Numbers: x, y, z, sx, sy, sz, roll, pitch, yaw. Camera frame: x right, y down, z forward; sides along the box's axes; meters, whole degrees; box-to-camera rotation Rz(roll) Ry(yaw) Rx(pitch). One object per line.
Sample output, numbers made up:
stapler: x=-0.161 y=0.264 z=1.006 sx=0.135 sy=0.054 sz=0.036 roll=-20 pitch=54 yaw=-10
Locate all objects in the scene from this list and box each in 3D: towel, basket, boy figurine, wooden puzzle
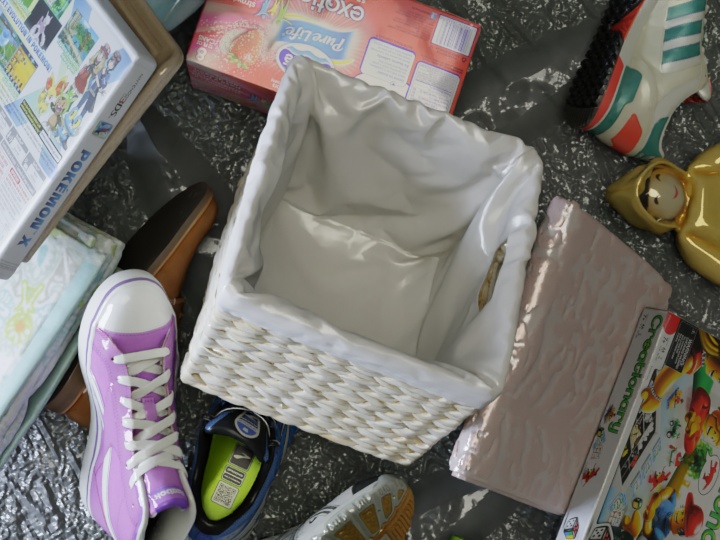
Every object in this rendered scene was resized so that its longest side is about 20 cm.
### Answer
towel: x=0.148 y=0.071 z=1.024 sx=0.032 sy=0.190 sz=0.202 roll=16 pitch=82 yaw=37
basket: x=0.000 y=0.000 z=0.982 sx=0.197 sy=0.161 sz=0.200 roll=20 pitch=59 yaw=-9
towel: x=-0.282 y=0.029 z=1.032 sx=0.170 sy=0.048 sz=0.201 roll=30 pitch=81 yaw=21
boy figurine: x=0.288 y=-0.049 z=1.092 sx=0.197 sy=0.064 sz=0.126 roll=16 pitch=86 yaw=-6
wooden puzzle: x=-0.212 y=-0.131 z=1.006 sx=0.185 sy=0.037 sz=0.201 roll=-48 pitch=51 yaw=17

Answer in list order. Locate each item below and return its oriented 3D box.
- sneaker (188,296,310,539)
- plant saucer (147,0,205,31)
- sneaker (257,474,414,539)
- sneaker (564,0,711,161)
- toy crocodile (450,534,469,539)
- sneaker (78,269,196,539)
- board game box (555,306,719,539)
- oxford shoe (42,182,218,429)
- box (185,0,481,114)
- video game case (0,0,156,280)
sneaker: x=-0.074 y=0.107 z=1.037 sx=0.078 sy=0.089 sz=0.203 roll=19 pitch=78 yaw=-2
plant saucer: x=-0.122 y=-0.248 z=1.031 sx=0.038 sy=0.200 sz=0.204 roll=20 pitch=83 yaw=-29
sneaker: x=-0.051 y=0.210 z=1.032 sx=0.200 sy=0.087 sz=0.076 roll=-41 pitch=127 yaw=-13
sneaker: x=0.239 y=-0.178 z=1.107 sx=0.093 sy=0.070 sz=0.202 roll=30 pitch=81 yaw=-19
toy crocodile: x=0.109 y=0.250 z=1.052 sx=0.198 sy=0.062 sz=0.068 roll=25 pitch=83 yaw=-1
sneaker: x=-0.144 y=0.108 z=0.989 sx=0.072 sy=0.114 sz=0.203 roll=-9 pitch=115 yaw=-29
board game box: x=0.229 y=0.145 z=1.061 sx=0.125 sy=0.035 sz=0.202 roll=25 pitch=83 yaw=-26
oxford shoe: x=-0.157 y=0.028 z=1.060 sx=0.071 sy=0.071 sz=0.201 roll=34 pitch=87 yaw=-26
box: x=-0.021 y=-0.158 z=1.064 sx=0.197 sy=0.095 sz=0.104 roll=19 pitch=83 yaw=-2
video game case: x=-0.236 y=-0.124 z=0.985 sx=0.183 sy=0.022 sz=0.200 roll=-52 pitch=49 yaw=15
